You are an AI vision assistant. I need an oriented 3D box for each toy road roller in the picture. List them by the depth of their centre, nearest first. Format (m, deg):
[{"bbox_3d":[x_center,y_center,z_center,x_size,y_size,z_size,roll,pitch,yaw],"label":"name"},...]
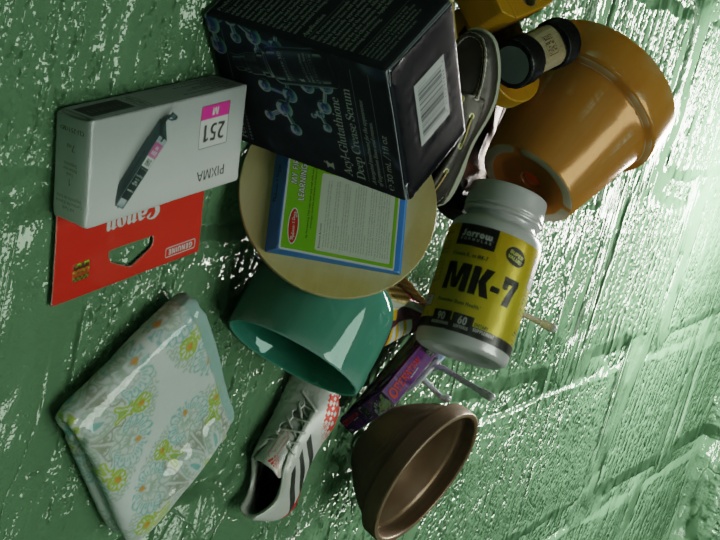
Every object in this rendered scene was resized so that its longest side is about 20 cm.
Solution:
[{"bbox_3d":[0.143,-0.283,1.528,0.123,0.145,0.202,-31,97,-48],"label":"toy road roller"}]

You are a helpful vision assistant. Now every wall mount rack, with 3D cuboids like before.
[{"bbox_3d":[0.148,0.097,1.648,0.200,0.075,0.174,-47,-175,-16],"label":"wall mount rack"}]

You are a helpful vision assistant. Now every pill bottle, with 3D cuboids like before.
[{"bbox_3d":[0.145,0.004,1.561,0.114,0.113,0.202,39,67,-61],"label":"pill bottle"}]

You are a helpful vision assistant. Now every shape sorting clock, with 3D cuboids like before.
[{"bbox_3d":[-0.022,-0.070,1.302,0.201,0.199,0.039,-55,-173,-23],"label":"shape sorting clock"}]

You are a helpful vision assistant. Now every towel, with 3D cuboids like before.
[{"bbox_3d":[-0.195,0.142,1.269,0.171,0.048,0.201,-50,147,-32],"label":"towel"}]

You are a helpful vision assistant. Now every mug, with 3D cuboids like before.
[{"bbox_3d":[-0.044,0.045,1.372,0.115,0.151,0.185,-62,178,-16],"label":"mug"}]

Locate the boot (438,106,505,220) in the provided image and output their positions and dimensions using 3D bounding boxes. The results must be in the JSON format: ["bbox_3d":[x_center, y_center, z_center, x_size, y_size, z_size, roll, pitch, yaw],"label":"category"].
[{"bbox_3d":[0.147,-0.177,1.630,0.201,0.068,0.188,-63,151,-12],"label":"boot"}]

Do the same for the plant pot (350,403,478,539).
[{"bbox_3d":[0.053,0.238,1.701,0.201,0.092,0.202,-40,153,-26],"label":"plant pot"}]

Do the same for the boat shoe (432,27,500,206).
[{"bbox_3d":[0.096,-0.163,1.444,0.060,0.071,0.203,-11,121,-62],"label":"boat shoe"}]

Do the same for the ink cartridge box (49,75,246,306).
[{"bbox_3d":[-0.181,-0.068,1.156,0.199,0.043,0.175,-25,128,-53],"label":"ink cartridge box"}]

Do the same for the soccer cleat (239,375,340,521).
[{"bbox_3d":[-0.079,0.188,1.486,0.085,0.068,0.202,0,114,-64],"label":"soccer cleat"}]

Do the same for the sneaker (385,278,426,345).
[{"bbox_3d":[0.025,0.054,1.585,0.090,0.075,0.200,-48,158,9],"label":"sneaker"}]

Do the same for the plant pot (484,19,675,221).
[{"bbox_3d":[0.248,-0.166,1.616,0.184,0.199,0.201,-49,147,-24],"label":"plant pot"}]

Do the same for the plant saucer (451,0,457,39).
[{"bbox_3d":[0.028,-0.229,1.406,0.200,0.048,0.201,-50,147,-30],"label":"plant saucer"}]

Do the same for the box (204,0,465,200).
[{"bbox_3d":[-0.020,-0.176,1.196,0.107,0.199,0.149,-49,146,-31],"label":"box"}]

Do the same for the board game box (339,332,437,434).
[{"bbox_3d":[0.062,0.111,1.651,0.200,0.032,0.120,-47,-173,-36],"label":"board game box"}]
